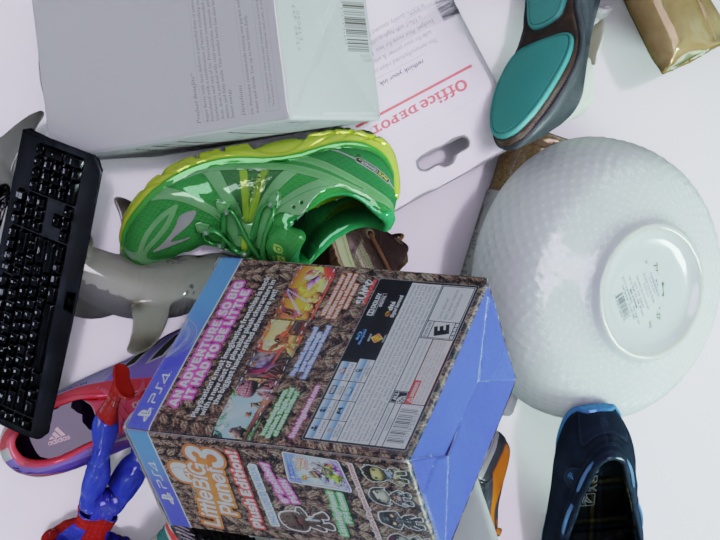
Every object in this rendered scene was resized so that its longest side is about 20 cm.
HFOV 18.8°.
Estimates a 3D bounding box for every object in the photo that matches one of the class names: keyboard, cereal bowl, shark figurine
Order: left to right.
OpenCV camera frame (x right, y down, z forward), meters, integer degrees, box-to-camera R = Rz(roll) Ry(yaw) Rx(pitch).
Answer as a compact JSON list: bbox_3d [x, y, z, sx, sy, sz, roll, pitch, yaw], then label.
[{"bbox_3d":[-0.237,0.007,1.471,0.104,0.040,0.202,21,103,35],"label":"keyboard"},{"bbox_3d":[-0.198,-0.005,1.532,0.214,0.089,0.129,32,53,-11],"label":"shark figurine"},{"bbox_3d":[0.178,0.010,1.516,0.199,0.083,0.202,-6,101,-33],"label":"cereal bowl"}]

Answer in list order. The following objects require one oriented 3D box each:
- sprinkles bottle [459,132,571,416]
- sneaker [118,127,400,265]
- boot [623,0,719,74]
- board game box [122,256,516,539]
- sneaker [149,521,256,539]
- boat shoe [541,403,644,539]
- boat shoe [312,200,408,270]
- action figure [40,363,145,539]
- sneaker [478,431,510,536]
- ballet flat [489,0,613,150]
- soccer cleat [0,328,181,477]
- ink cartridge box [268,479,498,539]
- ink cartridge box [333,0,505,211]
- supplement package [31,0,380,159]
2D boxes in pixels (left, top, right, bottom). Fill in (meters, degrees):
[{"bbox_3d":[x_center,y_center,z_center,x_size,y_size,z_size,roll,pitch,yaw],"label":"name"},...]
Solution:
[{"bbox_3d":[0.105,0.000,1.557,0.068,0.068,0.201,18,88,-4],"label":"sprinkles bottle"},{"bbox_3d":[-0.069,-0.038,1.475,0.199,0.074,0.084,-15,61,3],"label":"sneaker"},{"bbox_3d":[0.182,-0.235,1.527,0.066,0.175,0.201,-25,90,34],"label":"boot"},{"bbox_3d":[-0.022,0.085,1.402,0.199,0.097,0.160,5,46,25],"label":"board game box"},{"bbox_3d":[-0.092,0.238,1.510,0.093,0.070,0.200,-44,133,9],"label":"sneaker"},{"bbox_3d":[0.159,0.189,1.520,0.083,0.069,0.201,-12,123,-1],"label":"boat shoe"},{"bbox_3d":[0.000,0.000,1.545,0.072,0.072,0.201,-10,65,-36],"label":"boat shoe"},{"bbox_3d":[-0.170,0.171,1.488,0.065,0.099,0.201,7,128,-27],"label":"action figure"},{"bbox_3d":[0.080,0.219,1.557,0.112,0.077,0.201,30,80,-20],"label":"sneaker"},{"bbox_3d":[0.142,-0.152,1.534,0.073,0.073,0.201,17,55,-4],"label":"ballet flat"},{"bbox_3d":[-0.159,0.092,1.531,0.199,0.073,0.069,-23,91,-5],"label":"soccer cleat"},{"bbox_3d":[0.023,0.211,1.433,0.144,0.084,0.201,-14,57,-6],"label":"ink cartridge box"},{"bbox_3d":[0.019,-0.153,1.553,0.115,0.068,0.201,-27,91,-4],"label":"ink cartridge box"},{"bbox_3d":[-0.105,-0.146,1.473,0.199,0.120,0.122,-7,90,31],"label":"supplement package"}]
